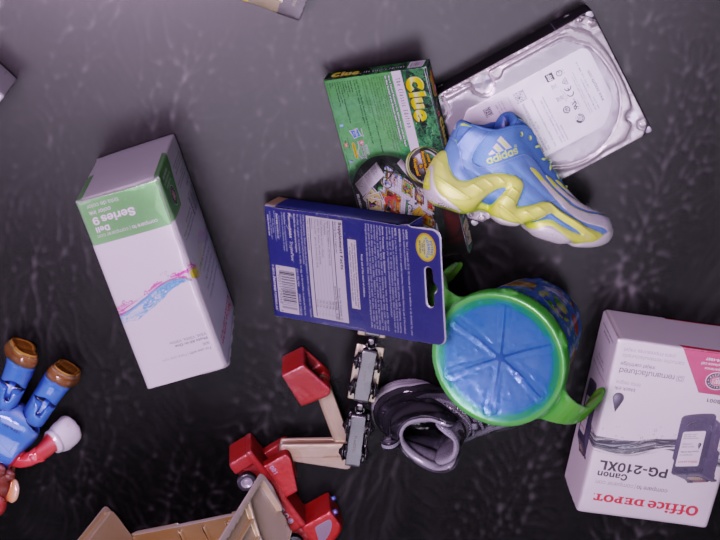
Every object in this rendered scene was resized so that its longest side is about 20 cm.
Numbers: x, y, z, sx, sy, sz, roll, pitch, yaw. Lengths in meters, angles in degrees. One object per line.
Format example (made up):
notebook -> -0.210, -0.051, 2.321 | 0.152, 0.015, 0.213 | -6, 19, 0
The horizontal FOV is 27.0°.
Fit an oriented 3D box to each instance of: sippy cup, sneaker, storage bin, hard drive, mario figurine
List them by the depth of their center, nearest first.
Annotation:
sneaker -> 0.162, -0.089, 1.417 | 0.200, 0.076, 0.105 | 14, 99, -22
hard drive -> 0.164, -0.149, 1.454 | 0.200, 0.038, 0.140 | -27, 109, 9
sippy cup -> 0.155, 0.069, 1.476 | 0.140, 0.130, 0.178 | -13, 100, 27
storage bin -> -0.193, 0.302, 1.500 | 0.200, 0.199, 0.094 | -15, 110, 25
sneaker -> 0.112, 0.154, 1.526 | 0.200, 0.114, 0.076 | -7, 111, 0
mario figurine -> -0.372, 0.168, 1.548 | 0.123, 0.106, 0.200 | 34, 97, 23

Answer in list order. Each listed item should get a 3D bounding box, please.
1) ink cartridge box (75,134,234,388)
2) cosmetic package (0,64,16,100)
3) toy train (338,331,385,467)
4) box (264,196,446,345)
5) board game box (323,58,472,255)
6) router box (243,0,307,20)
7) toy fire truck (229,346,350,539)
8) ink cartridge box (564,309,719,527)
ink cartridge box -> -0.191, -0.009, 1.435 | 0.087, 0.145, 0.200 | -17, 111, 5
cosmetic package -> -0.433, -0.139, 1.416 | 0.200, 0.071, 0.101 | -43, 107, 14
toy train -> 0.007, 0.100, 1.523 | 0.034, 0.046, 0.200 | 9, 98, 3
box -> 0.000, 0.000, 1.454 | 0.200, 0.032, 0.121 | 10, 115, 32
board game box -> 0.038, -0.103, 1.449 | 0.105, 0.023, 0.200 | -3, 119, 21
router box -> -0.095, -0.348, 1.359 | 0.157, 0.052, 0.200 | 18, 109, -9
toy fire truck -> -0.059, 0.195, 1.571 | 0.141, 0.049, 0.200 | -31, 110, 8
ink cartridge box -> 0.306, 0.155, 1.550 | 0.145, 0.084, 0.200 | 8, 110, -5
